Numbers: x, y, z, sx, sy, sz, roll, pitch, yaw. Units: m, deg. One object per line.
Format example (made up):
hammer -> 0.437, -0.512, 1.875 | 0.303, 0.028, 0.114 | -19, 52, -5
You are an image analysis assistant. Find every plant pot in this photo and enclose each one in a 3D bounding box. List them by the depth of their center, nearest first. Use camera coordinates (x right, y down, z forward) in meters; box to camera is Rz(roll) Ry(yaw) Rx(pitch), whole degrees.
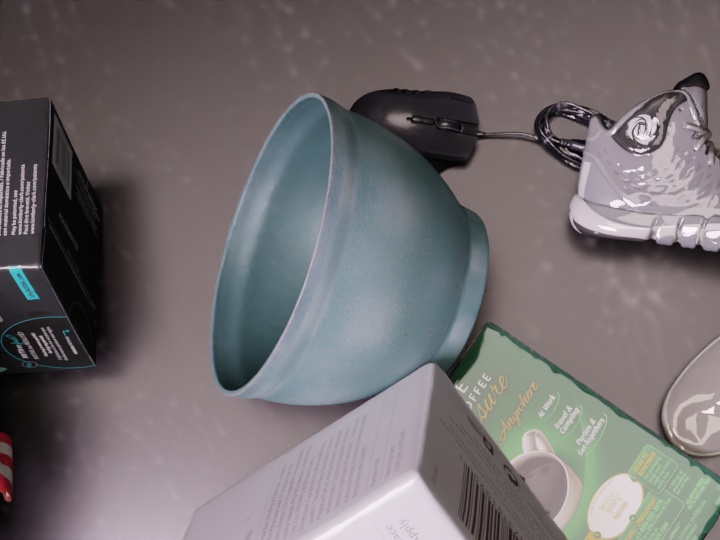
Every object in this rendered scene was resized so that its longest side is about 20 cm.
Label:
plant pot -> 0.000, 0.000, 1.116 | 0.134, 0.200, 0.201 | 16, 83, -19

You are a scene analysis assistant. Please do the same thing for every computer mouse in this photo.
computer mouse -> 0.088, -0.095, 1.187 | 0.199, 0.034, 0.059 | 3, 82, 5

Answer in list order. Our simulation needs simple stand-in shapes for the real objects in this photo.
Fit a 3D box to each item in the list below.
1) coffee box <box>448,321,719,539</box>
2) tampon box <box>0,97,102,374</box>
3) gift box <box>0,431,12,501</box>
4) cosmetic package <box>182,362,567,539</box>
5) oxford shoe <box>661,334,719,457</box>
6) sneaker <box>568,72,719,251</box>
coffee box -> 0.133, 0.138, 1.144 | 0.200, 0.044, 0.123 | 33, 86, 8
tampon box -> -0.286, -0.015, 1.137 | 0.199, 0.150, 0.127 | -4, 62, 4
gift box -> -0.320, 0.127, 1.061 | 0.186, 0.185, 0.201 | -6, 64, 4
cosmetic package -> 0.006, 0.196, 1.043 | 0.200, 0.165, 0.165 | -32, 104, 16
oxford shoe -> 0.287, 0.057, 1.136 | 0.200, 0.058, 0.075 | -29, 83, 2
sneaker -> 0.242, -0.071, 1.138 | 0.199, 0.075, 0.116 | 6, 97, 6
